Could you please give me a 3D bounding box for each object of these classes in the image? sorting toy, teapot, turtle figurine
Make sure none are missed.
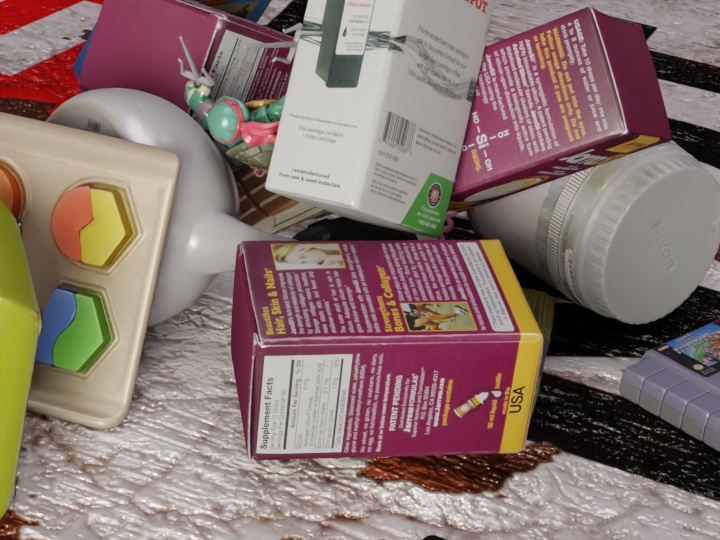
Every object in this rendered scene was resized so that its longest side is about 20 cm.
[{"bbox_3d":[-0.234,-0.005,1.115,0.183,0.203,0.036,13,-3,10],"label":"sorting toy"},{"bbox_3d":[-0.165,-0.048,1.235,0.145,0.197,0.202,-1,63,-44],"label":"teapot"},{"bbox_3d":[-0.071,-0.123,1.215,0.148,0.102,0.199,-4,-5,29],"label":"turtle figurine"}]

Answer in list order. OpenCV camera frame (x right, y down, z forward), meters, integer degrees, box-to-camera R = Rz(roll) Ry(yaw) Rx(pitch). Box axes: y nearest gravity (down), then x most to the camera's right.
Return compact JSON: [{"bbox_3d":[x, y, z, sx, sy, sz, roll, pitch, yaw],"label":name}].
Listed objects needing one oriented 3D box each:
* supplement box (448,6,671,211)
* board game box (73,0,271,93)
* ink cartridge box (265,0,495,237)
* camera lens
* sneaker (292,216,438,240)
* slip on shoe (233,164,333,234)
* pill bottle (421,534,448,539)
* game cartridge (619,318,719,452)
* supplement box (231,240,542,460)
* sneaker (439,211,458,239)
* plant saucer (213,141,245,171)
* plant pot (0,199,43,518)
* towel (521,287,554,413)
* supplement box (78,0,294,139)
[{"bbox_3d":[0.128,-0.122,1.250,0.198,0.105,0.130,-18,-7,27],"label":"supplement box"},{"bbox_3d":[-0.171,-0.240,1.496,0.151,0.200,0.045,-12,69,-36],"label":"board game box"},{"bbox_3d":[0.019,-0.138,1.149,0.082,0.203,0.146,13,-2,30],"label":"ink cartridge box"},{"bbox_3d":[0.198,-0.061,1.380,0.158,0.162,0.200,-10,31,-33],"label":"camera lens"},{"bbox_3d":[0.000,0.000,1.277,0.111,0.074,0.200,-21,15,-9],"label":"sneaker"},{"bbox_3d":[-0.053,-0.067,1.359,0.060,0.199,0.077,32,41,-42],"label":"slip on shoe"},{"bbox_3d":[0.113,0.217,0.842,0.198,0.113,0.112,18,27,21],"label":"pill bottle"},{"bbox_3d":[0.314,0.086,1.262,0.199,0.039,0.129,-18,40,-42],"label":"game cartridge"},{"bbox_3d":[0.014,0.054,1.108,0.197,0.104,0.131,0,33,-10],"label":"supplement box"},{"bbox_3d":[0.043,-0.108,1.397,0.094,0.203,0.079,12,-6,-28],"label":"sneaker"},{"bbox_3d":[-0.184,-0.109,1.492,0.197,0.051,0.201,6,26,-3],"label":"plant saucer"},{"bbox_3d":[-0.302,0.050,0.975,0.179,0.202,0.199,4,24,-21],"label":"plant pot"},{"bbox_3d":[0.082,0.054,1.271,0.142,0.023,0.200,11,27,5],"label":"towel"},{"bbox_3d":[-0.126,-0.174,1.382,0.130,0.104,0.199,26,9,30],"label":"supplement box"}]
